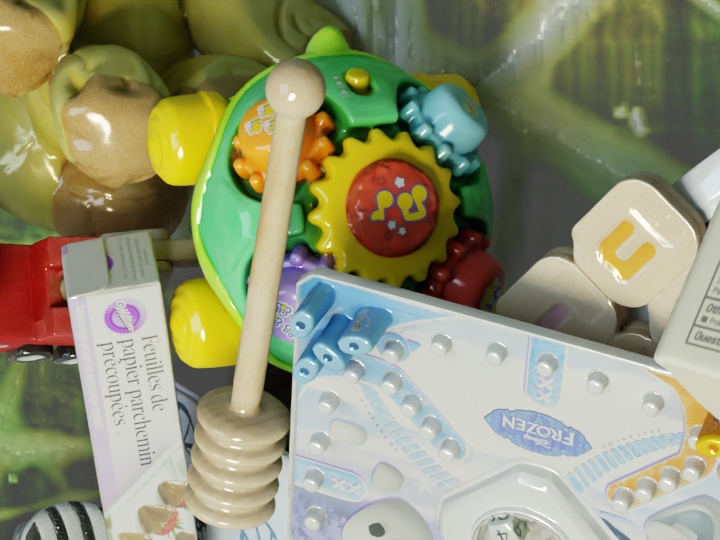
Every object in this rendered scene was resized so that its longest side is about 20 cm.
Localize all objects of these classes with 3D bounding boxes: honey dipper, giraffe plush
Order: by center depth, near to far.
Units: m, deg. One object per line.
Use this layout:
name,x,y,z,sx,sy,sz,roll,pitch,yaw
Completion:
honey dipper,-0.035,0.009,1.142,0.038,0.038,0.200,39,130,37
giraffe plush,-0.121,-0.074,1.351,0.200,0.172,0.162,57,139,34

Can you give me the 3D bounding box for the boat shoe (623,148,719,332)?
boat shoe,0.127,0.016,1.161,0.067,0.074,0.200,52,138,12

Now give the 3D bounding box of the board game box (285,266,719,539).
board game box,0.062,0.108,1.145,0.200,0.026,0.200,15,129,15

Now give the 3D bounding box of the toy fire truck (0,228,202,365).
toy fire truck,-0.103,0.003,1.291,0.141,0.200,0.049,-18,74,45

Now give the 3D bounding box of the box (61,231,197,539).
box,-0.094,0.077,1.269,0.041,0.039,0.200,-107,9,-53

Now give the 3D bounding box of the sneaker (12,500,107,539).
sneaker,-0.135,0.210,1.443,0.115,0.075,0.200,168,96,-67

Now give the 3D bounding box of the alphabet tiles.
alphabet tiles,0.145,0.058,1.114,0.200,0.015,0.196,45,128,2

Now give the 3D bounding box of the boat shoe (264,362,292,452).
boat shoe,0.013,0.104,1.280,0.200,0.072,0.068,33,124,48

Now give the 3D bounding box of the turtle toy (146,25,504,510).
turtle toy,0.000,0.000,1.213,0.101,0.146,0.200,174,89,-69

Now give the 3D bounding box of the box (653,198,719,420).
box,0.203,-0.026,0.975,0.128,0.109,0.200,16,76,37

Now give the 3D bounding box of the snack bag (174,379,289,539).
snack bag,-0.055,0.143,1.336,0.200,0.021,0.189,27,128,58
